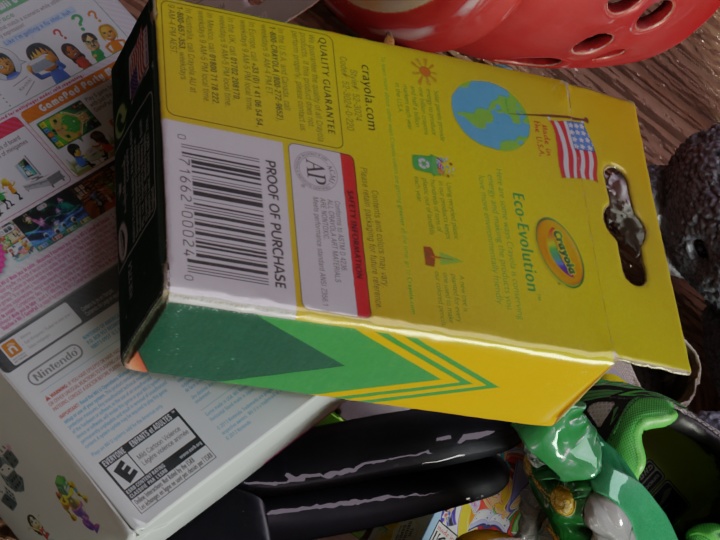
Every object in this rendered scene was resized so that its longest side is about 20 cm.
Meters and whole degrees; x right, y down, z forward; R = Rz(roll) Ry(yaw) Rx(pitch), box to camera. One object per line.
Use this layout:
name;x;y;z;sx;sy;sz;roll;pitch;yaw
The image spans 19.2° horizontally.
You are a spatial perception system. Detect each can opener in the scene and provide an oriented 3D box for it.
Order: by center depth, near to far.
can opener;-0.028;0.086;0.819;0.199;0.063;0.079;-7;56;-28

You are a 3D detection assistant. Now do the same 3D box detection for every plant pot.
plant pot;0.074;-0.197;1.062;0.182;0.200;0.201;-12;78;-47

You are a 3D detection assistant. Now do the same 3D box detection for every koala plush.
koala plush;0.229;0.003;1.165;0.200;0.177;0.184;57;25;-8

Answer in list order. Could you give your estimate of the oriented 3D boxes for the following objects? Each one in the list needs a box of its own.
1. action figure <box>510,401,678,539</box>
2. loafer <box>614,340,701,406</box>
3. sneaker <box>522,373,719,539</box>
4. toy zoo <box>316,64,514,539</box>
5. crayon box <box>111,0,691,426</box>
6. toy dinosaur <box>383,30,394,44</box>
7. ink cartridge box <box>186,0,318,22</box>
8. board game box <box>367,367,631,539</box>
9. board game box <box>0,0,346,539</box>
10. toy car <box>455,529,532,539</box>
action figure;0.096;0.117;0.850;0.118;0.055;0.200;46;-16;47
loafer;0.102;0.060;1.041;0.200;0.068;0.076;-20;84;-54
sneaker;0.158;0.123;0.920;0.200;0.085;0.078;39;80;-18
toy zoo;0.000;0.000;0.853;0.131;0.200;0.020;34;3;-17
crayon box;0.013;-0.017;0.758;0.199;0.051;0.127;10;54;-22
toy dinosaur;0.046;-0.061;1.006;0.106;0.061;0.200;26;18;-5
ink cartridge box;-0.023;-0.198;0.968;0.050;0.162;0.201;14;58;-43
board game box;0.102;0.122;0.976;0.200;0.034;0.135;42;65;-33
board game box;-0.104;-0.006;0.761;0.200;0.064;0.147;49;49;8
toy car;0.016;0.197;0.797;0.149;0.175;0.201;1;68;-12
